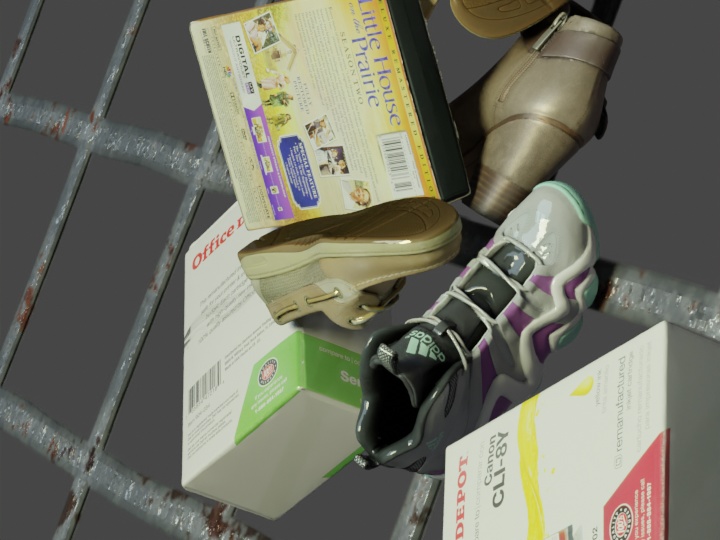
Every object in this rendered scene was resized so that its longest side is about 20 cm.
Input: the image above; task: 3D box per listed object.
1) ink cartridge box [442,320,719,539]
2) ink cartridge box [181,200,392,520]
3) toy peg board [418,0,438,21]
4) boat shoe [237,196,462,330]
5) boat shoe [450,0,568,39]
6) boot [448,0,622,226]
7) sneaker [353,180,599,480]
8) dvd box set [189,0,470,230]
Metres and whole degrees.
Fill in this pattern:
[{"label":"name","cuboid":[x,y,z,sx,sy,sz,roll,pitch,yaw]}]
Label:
[{"label":"ink cartridge box","cuboid":[0.131,0.136,1.549,0.200,0.083,0.145,-35,43,47]},{"label":"ink cartridge box","cuboid":[-0.051,0.044,1.938,0.145,0.084,0.200,-41,38,40]},{"label":"toy peg board","cuboid":[0.028,-0.233,1.855,0.199,0.098,0.200,-62,1,-34]},{"label":"boat shoe","cuboid":[0.000,0.000,1.767,0.200,0.072,0.065,-9,106,52]},{"label":"boat shoe","cuboid":[0.131,-0.221,1.787,0.200,0.071,0.065,-47,2,-7]},{"label":"boot","cuboid":[0.096,-0.111,1.816,0.146,0.070,0.200,-60,29,4]},{"label":"sneaker","cuboid":[0.058,0.037,1.678,0.078,0.140,0.200,32,106,34]},{"label":"dvd box set","cuboid":[-0.022,-0.105,1.819,0.200,0.029,0.146,-7,102,50]}]
